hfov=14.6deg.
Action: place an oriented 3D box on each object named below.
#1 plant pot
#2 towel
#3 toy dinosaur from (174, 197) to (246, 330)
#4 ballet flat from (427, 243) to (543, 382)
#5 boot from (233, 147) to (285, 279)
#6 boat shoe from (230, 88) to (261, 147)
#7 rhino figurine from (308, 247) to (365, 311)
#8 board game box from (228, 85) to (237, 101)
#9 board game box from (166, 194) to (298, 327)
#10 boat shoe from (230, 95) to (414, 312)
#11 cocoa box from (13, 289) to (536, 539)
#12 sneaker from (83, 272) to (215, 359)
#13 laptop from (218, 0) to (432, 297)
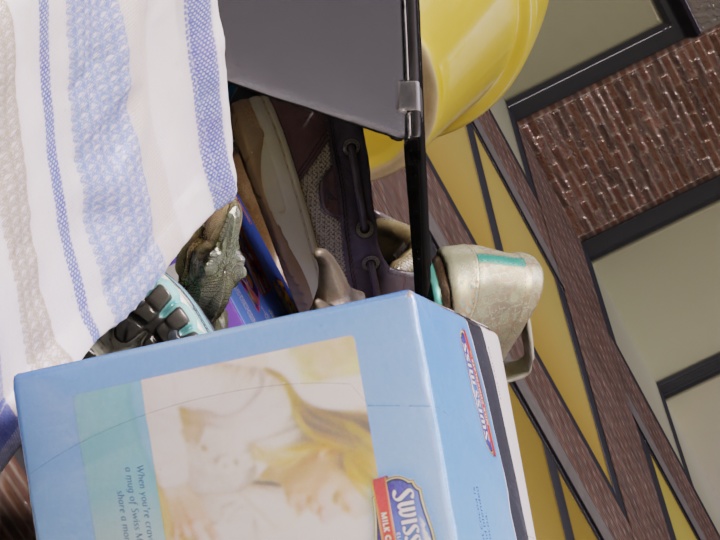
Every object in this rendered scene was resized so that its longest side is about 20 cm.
[{"bbox_3d":[0.004,-0.149,1.692,0.201,0.200,0.189,60,25,-21],"label":"plant pot"},{"bbox_3d":[-0.092,-0.036,0.886,0.200,0.024,0.147,-52,146,-49],"label":"towel"},{"bbox_3d":[-0.071,0.044,1.107,0.088,0.047,0.200,44,-30,40],"label":"toy dinosaur"},{"bbox_3d":[0.050,0.063,1.373,0.200,0.062,0.068,104,-22,-51],"label":"ballet flat"},{"bbox_3d":[-0.022,0.013,1.414,0.074,0.075,0.200,41,27,-82],"label":"boot"},{"bbox_3d":[-0.098,-0.111,1.328,0.200,0.074,0.060,51,16,-45],"label":"boat shoe"},{"bbox_3d":[-0.014,0.088,1.080,0.087,0.060,0.201,-32,127,-62],"label":"rhino figurine"},{"bbox_3d":[-0.110,-0.159,1.196,0.200,0.064,0.148,54,53,-46],"label":"board game box"},{"bbox_3d":[-0.040,0.062,1.266,0.200,0.045,0.135,62,9,-15],"label":"board game box"},{"bbox_3d":[0.000,0.000,1.277,0.072,0.065,0.200,-108,176,-59],"label":"boat shoe"},{"bbox_3d":[-0.013,0.120,0.868,0.131,0.133,0.201,26,53,-74],"label":"cocoa box"},{"bbox_3d":[-0.049,0.083,1.011,0.086,0.077,0.200,-54,123,-80],"label":"sneaker"},{"bbox_3d":[-0.032,-0.115,1.181,0.200,0.116,0.188,84,4,-59],"label":"laptop"}]
